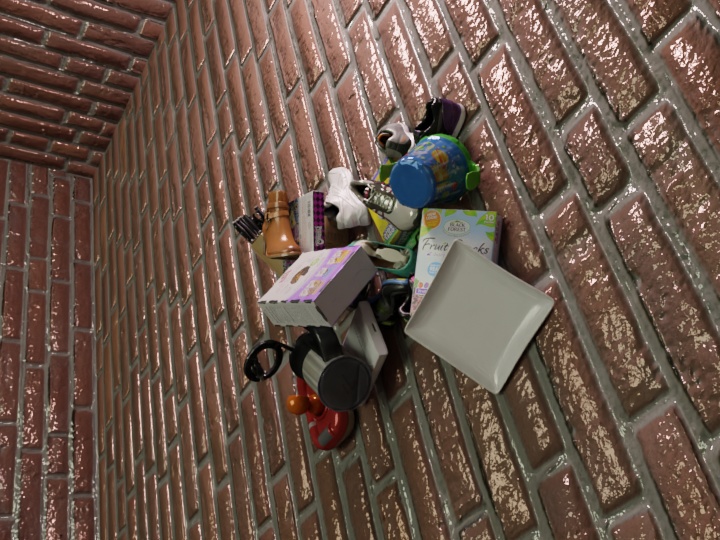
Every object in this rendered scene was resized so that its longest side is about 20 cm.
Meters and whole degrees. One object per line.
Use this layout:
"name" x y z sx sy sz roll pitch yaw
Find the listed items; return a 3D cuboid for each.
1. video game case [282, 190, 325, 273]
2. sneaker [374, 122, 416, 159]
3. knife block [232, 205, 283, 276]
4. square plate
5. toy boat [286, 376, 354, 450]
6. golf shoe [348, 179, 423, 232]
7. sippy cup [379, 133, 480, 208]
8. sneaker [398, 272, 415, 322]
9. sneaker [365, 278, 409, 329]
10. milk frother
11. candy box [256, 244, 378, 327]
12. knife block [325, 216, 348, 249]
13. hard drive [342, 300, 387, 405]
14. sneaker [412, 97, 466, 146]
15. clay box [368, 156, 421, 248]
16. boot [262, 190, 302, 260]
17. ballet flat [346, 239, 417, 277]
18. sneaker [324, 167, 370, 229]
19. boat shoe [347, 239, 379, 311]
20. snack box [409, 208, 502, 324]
"video game case" -0.134 -0.069 1.835 0.181 0.036 0.201 -15 75 61
"sneaker" 0.066 -0.282 1.695 0.200 0.079 0.074 -129 55 -67
"knife block" -0.235 -0.064 2.017 0.064 0.175 0.201 -44 46 43
"square plate" 0.201 0.078 1.352 0.198 0.028 0.200 34 112 16
"toy boat" -0.104 0.293 1.746 0.131 0.130 0.200 -53 41 34
"golf shoe" 0.051 -0.133 1.594 0.200 0.088 0.077 32 103 52
"sippy cup" 0.125 -0.177 1.488 0.178 0.130 0.140 -34 89 39
"sneaker" 0.137 0.022 1.498 0.077 0.084 0.200 49 119 50
"sneaker" 0.062 0.075 1.622 0.200 0.071 0.083 -47 49 48
"milk frother" -0.113 0.205 1.614 0.200 0.181 0.188 -39 23 -11
"candy box" -0.089 0.034 1.611 0.200 0.072 0.168 -4 38 50
"knife block" -0.101 -0.060 1.899 0.175 0.064 0.201 -28 58 52
"hard drive" 0.003 0.176 1.650 0.200 0.027 0.132 111 146 -48
"sneaker" 0.132 -0.249 1.586 0.076 0.087 0.201 38 112 54
"clay box" 0.076 -0.134 1.675 0.115 0.047 0.200 -56 38 31
"boot" -0.178 -0.105 1.815 0.200 0.076 0.156 -158 72 -72
"ballet flat" 0.036 -0.034 1.615 0.199 0.070 0.068 11 70 30
"sneaker" -0.052 -0.168 1.819 0.200 0.099 0.078 -119 14 -47
"boat shoe" 0.000 0.000 1.704 0.062 0.075 0.200 -30 27 33
"snack box" 0.172 -0.006 1.425 0.142 0.053 0.201 5 83 23
